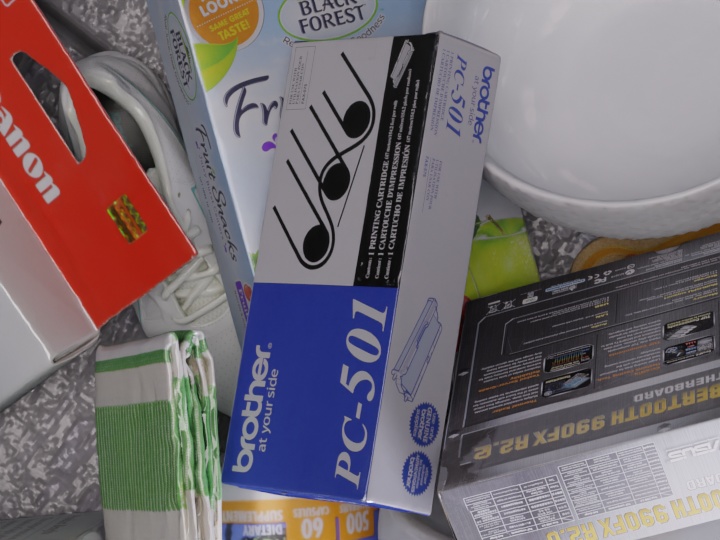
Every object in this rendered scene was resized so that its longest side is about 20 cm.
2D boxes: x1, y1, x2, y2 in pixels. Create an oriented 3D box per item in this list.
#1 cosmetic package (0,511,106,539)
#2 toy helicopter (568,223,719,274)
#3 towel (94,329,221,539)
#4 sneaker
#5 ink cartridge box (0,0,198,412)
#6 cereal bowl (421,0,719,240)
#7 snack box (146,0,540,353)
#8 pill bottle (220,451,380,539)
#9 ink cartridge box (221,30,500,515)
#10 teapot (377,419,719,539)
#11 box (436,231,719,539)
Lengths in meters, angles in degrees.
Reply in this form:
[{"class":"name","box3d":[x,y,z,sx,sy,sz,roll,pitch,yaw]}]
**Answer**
[{"class":"cosmetic package","box3d":[-0.215,0.212,1.132,0.198,0.167,0.168,-6,92,7]},{"class":"toy helicopter","box3d":[0.187,-0.032,1.125,0.199,0.079,0.133,-23,76,0]},{"class":"towel","box3d":[-0.087,0.130,1.079,0.023,0.152,0.202,-6,87,-21]},{"class":"sneaker","box3d":[-0.093,-0.012,1.155,0.070,0.080,0.201,-30,91,4]},{"class":"ink cartridge box","box3d":[-0.189,-0.044,1.137,0.173,0.043,0.201,-35,88,43]},{"class":"cereal bowl","box3d":[0.133,-0.100,1.091,0.199,0.083,0.201,-8,63,16]},{"class":"snack box","box3d":[-0.005,-0.051,1.130,0.141,0.053,0.201,-15,90,-22]},{"class":"pill bottle","box3d":[-0.037,0.188,1.141,0.111,0.112,0.202,-3,92,6]},{"class":"ink cartridge box","box3d":[0.000,0.000,1.046,0.094,0.044,0.201,2,80,46]},{"class":"teapot","box3d":[0.103,0.149,1.099,0.199,0.198,0.147,-3,114,22]},{"class":"box","box3d":[0.138,0.045,1.027,0.199,0.159,0.049,-17,116,16]}]
